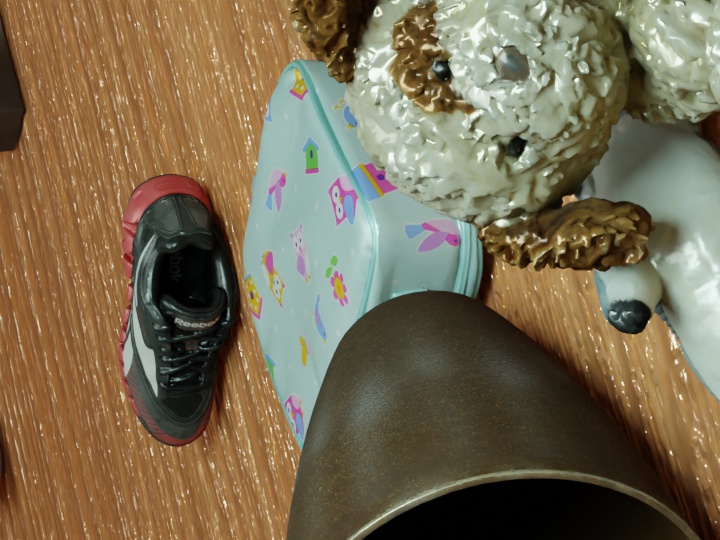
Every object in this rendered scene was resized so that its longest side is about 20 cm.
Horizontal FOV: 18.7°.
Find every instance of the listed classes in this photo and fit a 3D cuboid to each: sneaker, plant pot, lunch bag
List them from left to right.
[{"bbox_3d":[-0.126,0.040,1.518,0.098,0.070,0.202,-132,40,-60],"label":"sneaker"},{"bbox_3d":[0.000,0.000,1.161,0.201,0.077,0.161,103,150,-44],"label":"lunch bag"},{"bbox_3d":[0.043,0.102,0.977,0.200,0.185,0.188,-106,18,-55],"label":"plant pot"}]

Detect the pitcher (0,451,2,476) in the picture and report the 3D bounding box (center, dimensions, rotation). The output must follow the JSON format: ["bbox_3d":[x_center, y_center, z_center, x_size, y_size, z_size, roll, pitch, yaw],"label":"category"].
[{"bbox_3d":[-0.449,0.209,2.413,0.200,0.120,0.172,-111,1,-56],"label":"pitcher"}]

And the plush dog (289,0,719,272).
[{"bbox_3d":[0.067,-0.096,0.792,0.200,0.172,0.160,45,-175,-6],"label":"plush dog"}]

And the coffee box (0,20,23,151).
[{"bbox_3d":[-0.398,-0.213,2.085,0.080,0.114,0.201,122,134,-59],"label":"coffee box"}]

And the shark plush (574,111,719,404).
[{"bbox_3d":[0.115,-0.013,0.872,0.200,0.091,0.083,48,172,48],"label":"shark plush"}]
